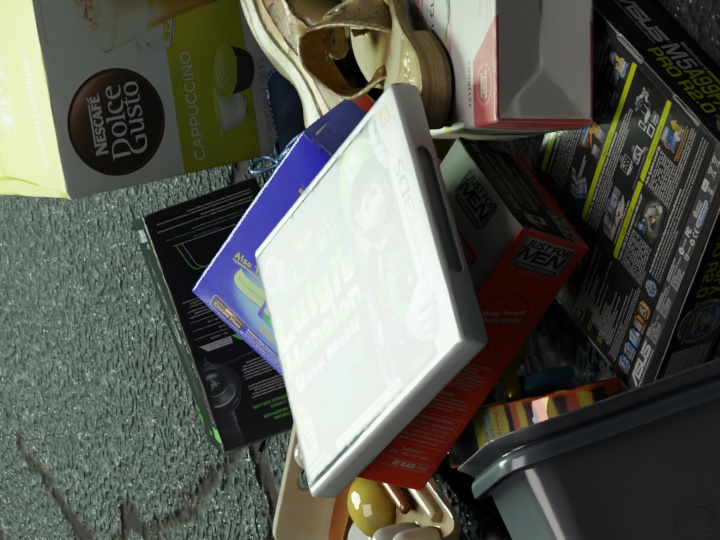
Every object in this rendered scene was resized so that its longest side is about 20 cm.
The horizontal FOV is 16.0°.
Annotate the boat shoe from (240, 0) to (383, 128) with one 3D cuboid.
[{"bbox_3d":[-0.018,-0.159,1.783,0.076,0.071,0.201,-36,79,46],"label":"boat shoe"}]

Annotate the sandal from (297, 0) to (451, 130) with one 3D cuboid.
[{"bbox_3d":[-0.004,-0.144,1.639,0.212,0.069,0.078,-126,38,-63],"label":"sandal"}]

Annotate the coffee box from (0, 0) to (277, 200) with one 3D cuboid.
[{"bbox_3d":[-0.199,-0.172,1.993,0.200,0.197,0.201,7,108,59],"label":"coffee box"}]

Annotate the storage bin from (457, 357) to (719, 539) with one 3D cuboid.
[{"bbox_3d":[0.173,0.139,1.459,0.146,0.199,0.135,126,126,-71],"label":"storage bin"}]

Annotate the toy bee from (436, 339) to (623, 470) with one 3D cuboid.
[{"bbox_3d":[0.094,0.110,1.642,0.200,0.108,0.132,109,144,-61],"label":"toy bee"}]

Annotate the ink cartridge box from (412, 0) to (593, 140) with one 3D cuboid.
[{"bbox_3d":[0.080,-0.142,1.593,0.200,0.067,0.117,175,95,-74],"label":"ink cartridge box"}]

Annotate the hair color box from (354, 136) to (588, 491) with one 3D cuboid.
[{"bbox_3d":[0.050,0.029,1.607,0.200,0.061,0.102,-57,39,23],"label":"hair color box"}]

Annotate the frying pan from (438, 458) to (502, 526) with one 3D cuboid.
[{"bbox_3d":[0.041,0.104,1.860,0.189,0.031,0.116,18,121,45],"label":"frying pan"}]

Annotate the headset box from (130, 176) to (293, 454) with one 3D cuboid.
[{"bbox_3d":[-0.097,0.040,1.941,0.174,0.092,0.201,-176,67,-82],"label":"headset box"}]

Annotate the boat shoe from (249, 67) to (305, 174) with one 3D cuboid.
[{"bbox_3d":[-0.031,-0.065,1.874,0.201,0.068,0.084,66,150,21],"label":"boat shoe"}]

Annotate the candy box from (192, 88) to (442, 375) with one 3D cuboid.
[{"bbox_3d":[0.000,0.000,1.752,0.169,0.077,0.200,43,138,4],"label":"candy box"}]

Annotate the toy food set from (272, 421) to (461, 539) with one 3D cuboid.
[{"bbox_3d":[-0.003,0.183,1.717,0.200,0.060,0.144,-126,40,-50],"label":"toy food set"}]

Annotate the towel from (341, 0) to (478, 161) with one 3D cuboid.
[{"bbox_3d":[0.024,-0.137,1.795,0.143,0.023,0.201,-26,80,61],"label":"towel"}]

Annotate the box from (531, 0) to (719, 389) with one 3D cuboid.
[{"bbox_3d":[0.172,-0.044,1.553,0.160,0.044,0.201,53,143,37],"label":"box"}]

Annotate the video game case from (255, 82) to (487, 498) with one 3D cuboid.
[{"bbox_3d":[0.001,0.015,1.572,0.200,0.023,0.183,-49,46,47],"label":"video game case"}]

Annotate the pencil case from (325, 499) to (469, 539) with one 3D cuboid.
[{"bbox_3d":[0.049,0.225,1.818,0.200,0.088,0.089,53,144,21],"label":"pencil case"}]
